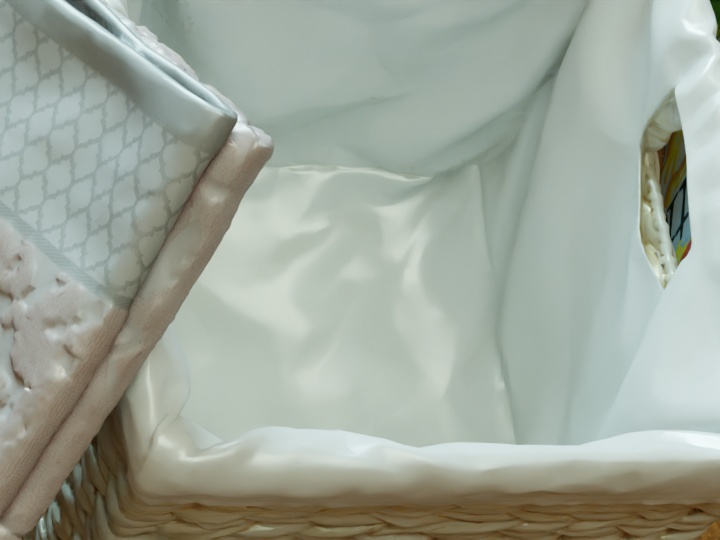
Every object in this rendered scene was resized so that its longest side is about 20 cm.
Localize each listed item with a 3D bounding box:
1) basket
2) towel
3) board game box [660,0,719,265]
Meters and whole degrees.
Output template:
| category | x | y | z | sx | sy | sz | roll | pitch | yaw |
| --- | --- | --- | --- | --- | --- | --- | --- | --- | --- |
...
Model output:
| category | x | y | z | sx | sy | sz | roll | pitch | yaw |
| --- | --- | --- | --- | --- | --- | --- | --- | --- | --- |
| basket | 0.000 | 0.000 | 0.862 | 0.200 | 0.161 | 0.198 | 0 | 64 | -19 |
| towel | -0.135 | -0.009 | 0.783 | 0.200 | 0.191 | 0.032 | 40 | 10 | 37 |
| board game box | 0.168 | -0.048 | 0.983 | 0.103 | 0.105 | 0.200 | 18 | 58 | -10 |
